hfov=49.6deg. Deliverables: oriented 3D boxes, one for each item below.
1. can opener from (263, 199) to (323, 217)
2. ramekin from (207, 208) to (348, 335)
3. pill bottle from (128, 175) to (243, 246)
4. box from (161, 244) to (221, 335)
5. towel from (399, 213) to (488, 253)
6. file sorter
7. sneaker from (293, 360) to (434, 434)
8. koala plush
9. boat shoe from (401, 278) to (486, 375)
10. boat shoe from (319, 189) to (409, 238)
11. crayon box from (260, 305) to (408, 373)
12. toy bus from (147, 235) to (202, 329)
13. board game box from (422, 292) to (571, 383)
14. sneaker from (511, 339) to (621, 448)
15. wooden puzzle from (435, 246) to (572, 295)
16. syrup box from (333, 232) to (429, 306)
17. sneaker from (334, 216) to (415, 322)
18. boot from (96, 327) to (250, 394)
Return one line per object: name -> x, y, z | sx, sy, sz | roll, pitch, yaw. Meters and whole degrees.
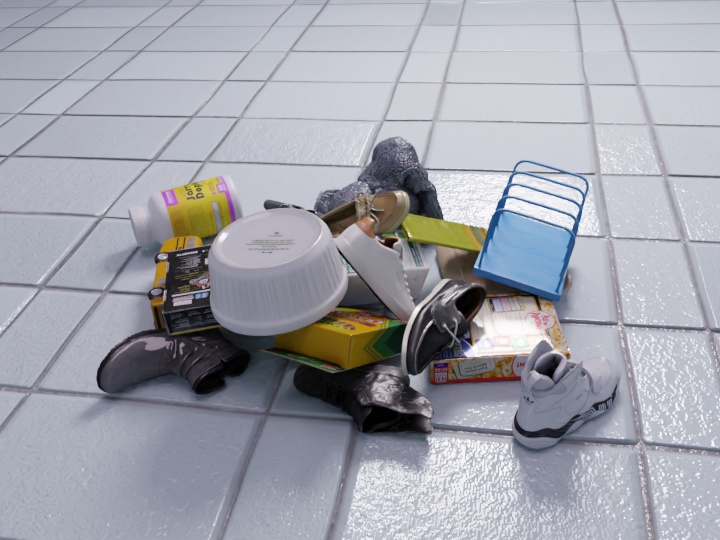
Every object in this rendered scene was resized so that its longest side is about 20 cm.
can opener -> -0.131, -0.094, 1.426 | 0.066, 0.053, 0.199 | 15, 2, -29
ramekin -> -0.120, -0.008, 1.085 | 0.199, 0.095, 0.203 | -7, 32, 4
pill bottle -> -0.326, -0.106, 1.459 | 0.198, 0.105, 0.104 | -17, 36, -19
box -> -0.198, 0.017, 1.195 | 0.197, 0.050, 0.161 | -10, 38, -4
towel -> 0.157, -0.060, 1.289 | 0.197, 0.018, 0.086 | 8, 28, -22
file sorter -> 0.276, -0.072, 1.233 | 0.137, 0.124, 0.200 | 18, 36, 12
sneaker -> 0.001, 0.173, 1.050 | 0.197, 0.061, 0.105 | 3, 30, 4
koala plush -> 0.021, -0.126, 1.409 | 0.198, 0.185, 0.178 | -28, 41, -11
boat shoe -> 0.114, 0.076, 1.087 | 0.067, 0.073, 0.200 | 9, 35, 29
boat shoe -> -0.011, -0.078, 1.279 | 0.198, 0.062, 0.074 | -27, 55, 26
crayon box -> -0.031, 0.093, 1.095 | 0.126, 0.052, 0.199 | 12, 9, 29
toy bus -> -0.305, 0.022, 1.304 | 0.077, 0.066, 0.201 | -6, 33, -5
board game box -> 0.195, 0.096, 1.153 | 0.197, 0.047, 0.152 | -3, 34, 3
sneaker -> 0.277, 0.140, 1.017 | 0.199, 0.116, 0.075 | -27, 40, -31
wooden puzzle -> 0.236, -0.004, 1.313 | 0.197, 0.038, 0.186 | -9, 34, 1
syrup box -> 0.000, 0.000, 1.245 | 0.197, 0.082, 0.079 | -5, 52, -19
sneaker -> 0.049, 0.006, 1.165 | 0.085, 0.201, 0.073 | -42, 27, -5
boot -> -0.270, 0.138, 1.130 | 0.199, 0.070, 0.131 | -32, 48, -28
